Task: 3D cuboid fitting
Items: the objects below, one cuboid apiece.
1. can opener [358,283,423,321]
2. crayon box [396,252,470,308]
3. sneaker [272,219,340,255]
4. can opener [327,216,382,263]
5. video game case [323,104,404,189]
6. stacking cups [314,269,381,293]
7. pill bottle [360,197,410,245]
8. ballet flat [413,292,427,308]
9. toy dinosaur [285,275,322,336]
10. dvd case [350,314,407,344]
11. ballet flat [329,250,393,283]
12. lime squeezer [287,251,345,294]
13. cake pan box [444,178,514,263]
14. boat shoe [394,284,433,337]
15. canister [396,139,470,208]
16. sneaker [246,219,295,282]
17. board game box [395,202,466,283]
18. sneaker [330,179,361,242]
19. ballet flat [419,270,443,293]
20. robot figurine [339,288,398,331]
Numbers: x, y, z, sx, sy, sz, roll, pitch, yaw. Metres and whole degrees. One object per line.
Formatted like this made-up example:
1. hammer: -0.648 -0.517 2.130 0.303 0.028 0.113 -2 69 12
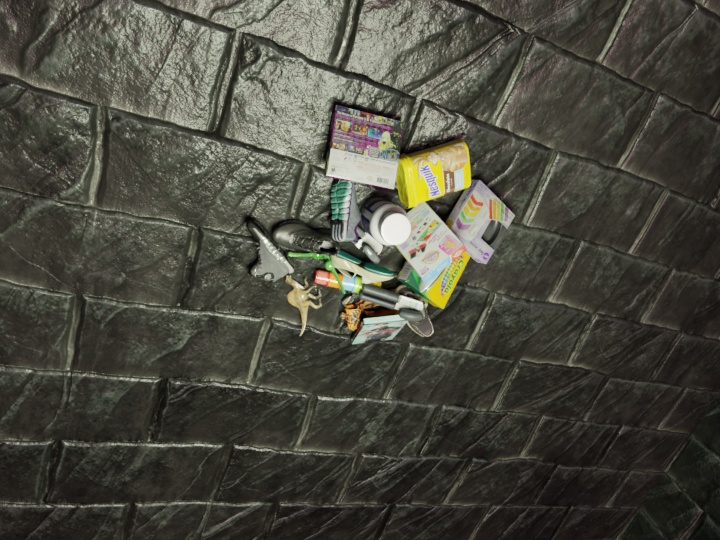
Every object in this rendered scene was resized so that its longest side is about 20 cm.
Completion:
1. can opener: 0.093 0.096 1.492 0.198 0.067 0.054 17 119 -10
2. crayon box: 0.229 -0.014 1.557 0.172 0.058 0.201 34 80 -28
3. sneaker: -0.145 -0.086 1.419 0.198 0.091 0.077 6 115 -19
4. can opener: -0.009 -0.099 1.475 0.200 0.067 0.053 39 98 -25
5. video game case: 0.010 -0.322 1.349 0.198 0.036 0.184 7 94 -21
6. stacking cups: -0.039 0.039 1.522 0.198 0.061 0.061 10 113 -14
7. pill bottle: 0.070 -0.131 1.392 0.110 0.200 0.113 -3 107 -12
8. ballet flat: 0.206 0.082 1.634 0.075 0.064 0.202 17 110 -31
9. toy dinosaur: -0.167 0.090 1.532 0.100 0.058 0.202 -12 113 5
10. dvd case: 0.057 0.185 1.593 0.144 0.022 0.200 -4 155 -16
11. ballet flat: 0.000 0.000 1.487 0.198 0.069 0.070 23 111 10
12. lime squeezer: -0.109 -0.016 1.471 0.199 0.071 0.038 36 136 -9
13. cake pan box: 0.361 -0.144 1.549 0.199 0.052 0.185 37 85 -30
14. boat shoe: 0.172 0.134 1.576 0.072 0.065 0.201 -32 112 -5
15. canister: 0.206 -0.276 1.440 0.198 0.087 0.150 -19 121 -10
16. sneaker: -0.278 -0.039 1.410 0.115 0.075 0.201 -35 122 4
17. board game box: 0.184 -0.085 1.465 0.153 0.201 0.040 -39 149 5
18. sneaker: -0.033 -0.178 1.413 0.087 0.074 0.203 6 92 -45
19. ballet flat: 0.222 -0.020 1.489 0.200 0.069 0.070 -45 124 -21
20. robot figurine: 0.034 0.125 1.602 0.198 0.058 0.147 -13 117 -12
